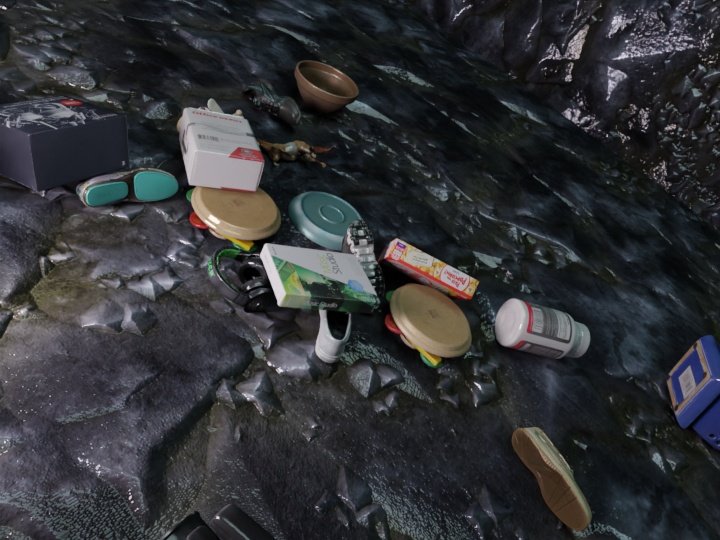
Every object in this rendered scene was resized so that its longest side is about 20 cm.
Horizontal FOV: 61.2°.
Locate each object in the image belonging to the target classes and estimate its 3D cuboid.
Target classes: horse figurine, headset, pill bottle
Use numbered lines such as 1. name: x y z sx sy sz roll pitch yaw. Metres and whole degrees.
1. horse figurine: -0.168 -0.298 1.539 0.199 0.050 0.133 -9 34 -31
2. headset: -0.183 0.016 1.129 0.200 0.094 0.124 27 33 -32
3. pill bottle: 0.415 0.138 1.381 0.199 0.111 0.111 16 38 -19

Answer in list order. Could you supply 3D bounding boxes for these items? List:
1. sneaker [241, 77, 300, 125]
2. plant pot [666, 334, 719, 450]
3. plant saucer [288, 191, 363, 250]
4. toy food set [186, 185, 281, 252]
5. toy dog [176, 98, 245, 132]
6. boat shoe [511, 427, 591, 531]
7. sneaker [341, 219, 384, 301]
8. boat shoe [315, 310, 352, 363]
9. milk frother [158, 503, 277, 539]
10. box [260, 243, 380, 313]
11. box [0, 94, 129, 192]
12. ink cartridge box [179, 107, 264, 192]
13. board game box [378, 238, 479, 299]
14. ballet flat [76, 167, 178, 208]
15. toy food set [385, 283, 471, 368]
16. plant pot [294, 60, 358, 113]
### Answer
1. sneaker: -0.245 -0.455 1.679 0.079 0.076 0.200 -31 60 -35
2. plant pot: 0.854 0.287 1.442 0.179 0.201 0.200 22 36 2
3. plant saucer: -0.071 -0.125 1.430 0.199 0.027 0.201 19 37 -15
4. toy food set: -0.265 -0.127 1.282 0.200 0.049 0.198 32 37 2
5. toy dog: -0.349 -0.365 1.464 0.131 0.096 0.200 25 37 -7
6. boat shoe: 0.357 0.370 1.105 0.065 0.072 0.200 -1 41 -33
7. sneaker: 0.000 0.000 1.297 0.066 0.090 0.201 -4 73 -25
8. boat shoe: -0.041 0.084 1.165 0.070 0.072 0.201 21 37 -13
9. milk frother: -0.172 0.374 0.639 0.188 0.181 0.200 38 34 13
10. box: -0.075 0.015 1.136 0.199 0.036 0.145 5 37 -31
11. box: -0.566 -0.241 1.118 0.182 0.105 0.200 22 32 23
12. ink cartridge box: -0.303 -0.260 1.312 0.146 0.083 0.200 4 36 -26
13. board game box: 0.145 0.000 1.342 0.199 0.046 0.151 27 -5 -4
14. ballet flat: -0.457 -0.168 1.189 0.200 0.072 0.072 -17 57 -46
15. toy food set: 0.140 0.105 1.269 0.200 0.049 0.198 45 36 17
16. plant pot: -0.113 -0.539 1.835 0.200 0.093 0.201 19 37 -15
